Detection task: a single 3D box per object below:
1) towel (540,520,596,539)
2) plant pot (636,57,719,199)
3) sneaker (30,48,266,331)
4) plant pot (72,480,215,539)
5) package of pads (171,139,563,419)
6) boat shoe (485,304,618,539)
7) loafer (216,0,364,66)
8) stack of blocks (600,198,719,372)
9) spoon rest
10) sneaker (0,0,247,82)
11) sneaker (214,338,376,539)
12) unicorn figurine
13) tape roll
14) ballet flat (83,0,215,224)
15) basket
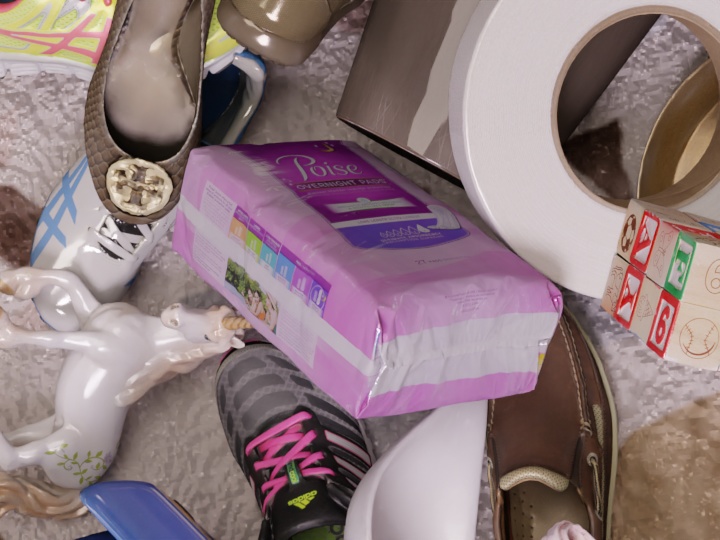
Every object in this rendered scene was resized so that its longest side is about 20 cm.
[{"bbox_3d":[0.112,0.253,1.046,0.191,0.032,0.200,48,129,17],"label":"towel"},{"bbox_3d":[0.250,-0.036,1.132,0.199,0.027,0.202,-2,79,12],"label":"plant pot"},{"bbox_3d":[-0.123,-0.052,1.190,0.072,0.072,0.201,34,86,-20],"label":"sneaker"},{"bbox_3d":[-0.106,0.233,1.068,0.180,0.200,0.200,-46,65,-7],"label":"plant pot"},{"bbox_3d":[0.000,0.000,1.091,0.200,0.120,0.076,39,124,46],"label":"package of pads"},{"bbox_3d":[0.102,0.109,1.111,0.074,0.075,0.204,-9,77,11],"label":"boat shoe"},{"bbox_3d":[-0.018,-0.180,1.147,0.076,0.200,0.068,31,125,-9],"label":"loafer"},{"bbox_3d":[0.233,0.024,1.038,0.199,0.115,0.059,13,99,-11],"label":"stack of blocks"},{"bbox_3d":[0.032,0.102,1.092,0.060,0.099,0.201,-20,45,27],"label":"spoon rest"},{"bbox_3d":[-0.149,-0.153,1.154,0.198,0.091,0.079,-2,56,6],"label":"sneaker"},{"bbox_3d":[-0.026,0.122,1.131,0.073,0.087,0.201,-28,73,6],"label":"sneaker"},{"bbox_3d":[-0.150,0.058,1.165,0.137,0.074,0.201,20,123,-16],"label":"unicorn figurine"},{"bbox_3d":[0.145,-0.085,1.080,0.201,0.037,0.204,-2,102,-10],"label":"tape roll"},{"bbox_3d":[-0.107,-0.115,1.117,0.067,0.046,0.201,11,111,-9],"label":"ballet flat"},{"bbox_3d":[0.080,-0.147,1.138,0.180,0.136,0.201,28,91,-10],"label":"basket"}]
